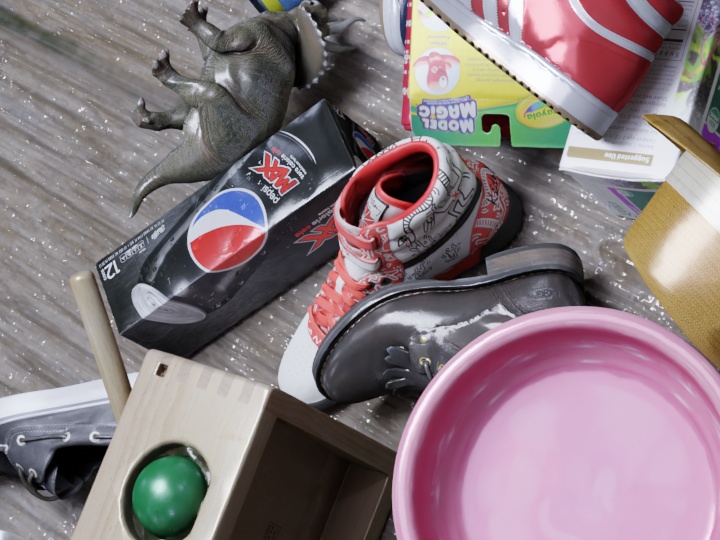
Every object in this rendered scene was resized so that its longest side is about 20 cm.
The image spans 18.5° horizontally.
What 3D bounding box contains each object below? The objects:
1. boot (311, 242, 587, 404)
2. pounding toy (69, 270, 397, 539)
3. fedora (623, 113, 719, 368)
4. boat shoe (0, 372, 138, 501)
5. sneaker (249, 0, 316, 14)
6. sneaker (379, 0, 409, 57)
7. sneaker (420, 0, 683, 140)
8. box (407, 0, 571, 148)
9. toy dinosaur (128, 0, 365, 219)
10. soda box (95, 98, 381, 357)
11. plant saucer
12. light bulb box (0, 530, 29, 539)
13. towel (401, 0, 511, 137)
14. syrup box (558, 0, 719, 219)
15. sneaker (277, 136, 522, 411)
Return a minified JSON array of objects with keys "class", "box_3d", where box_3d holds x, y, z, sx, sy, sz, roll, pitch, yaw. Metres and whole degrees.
[{"class":"boot","box_3d":[0.066,0.081,1.298,0.200,0.069,0.174,-25,46,17]},{"class":"pounding toy","box_3d":[-0.097,0.128,1.328,0.142,0.200,0.184,14,79,37]},{"class":"fedora","box_3d":[0.204,0.005,1.187,0.082,0.201,0.201,-45,53,8]},{"class":"boat shoe","box_3d":[-0.198,0.121,1.487,0.200,0.070,0.066,-13,62,21]},{"class":"sneaker","box_3d":[-0.080,-0.252,1.571,0.078,0.066,0.200,-40,54,0]},{"class":"sneaker","box_3d":[0.095,-0.221,1.433,0.108,0.070,0.200,21,80,39]},{"class":"sneaker","box_3d":[0.098,-0.178,1.291,0.200,0.071,0.113,41,100,18]},{"class":"box","box_3d":[0.092,-0.174,1.354,0.117,0.048,0.200,4,89,22]},{"class":"toy dinosaur","box_3d":[-0.086,-0.115,1.456,0.102,0.077,0.200,30,76,2]},{"class":"soda box","box_3d":[-0.074,-0.024,1.459,0.200,0.071,0.063,-35,55,16]},{"class":"plant saucer","box_3d":[0.119,0.121,1.191,0.200,0.051,0.201,-4,79,18]},{"class":"light bulb box","box_3d":[-0.209,0.281,1.337,0.125,0.198,0.200,-11,64,32]},{"class":"towel","box_3d":[0.099,-0.180,1.388,0.144,0.022,0.200,5,92,22]},{"class":"syrup box","box_3d":[0.193,-0.133,1.324,0.081,0.079,0.200,8,75,35]},{"class":"sneaker","box_3d":[0.000,-0.001,1.377,0.201,0.108,0.067,-43,53,12]}]
